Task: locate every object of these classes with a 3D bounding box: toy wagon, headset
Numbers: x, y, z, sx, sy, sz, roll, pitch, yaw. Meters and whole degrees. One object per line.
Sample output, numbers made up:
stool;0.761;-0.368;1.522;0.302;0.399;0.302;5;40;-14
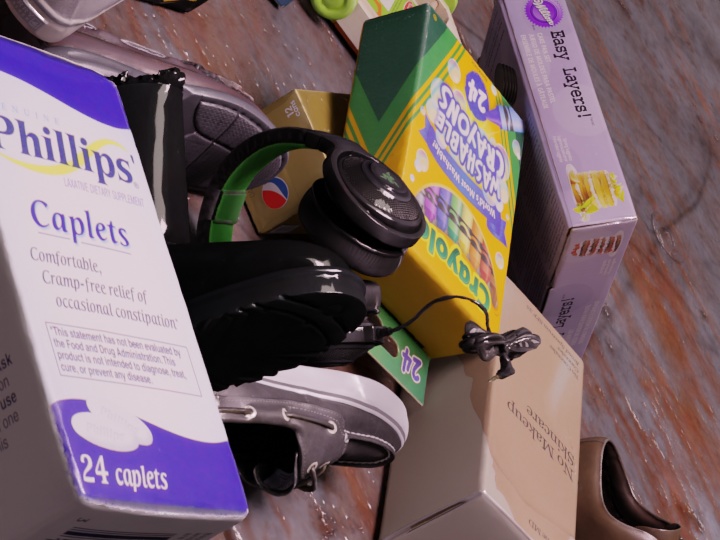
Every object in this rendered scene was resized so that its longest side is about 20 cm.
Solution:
toy wagon;0.030;-0.173;1.575;0.200;0.039;0.155;53;28;-15
headset;0.000;0.000;1.202;0.199;0.124;0.094;28;15;35

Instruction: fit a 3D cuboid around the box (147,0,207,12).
box;-0.163;-0.261;1.327;0.159;0.049;0.201;12;53;-57

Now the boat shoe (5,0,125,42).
boat shoe;-0.127;-0.185;1.188;0.072;0.068;0.200;57;27;-7

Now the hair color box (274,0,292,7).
hair color box;-0.060;-0.282;1.506;0.100;0.060;0.201;41;32;-31

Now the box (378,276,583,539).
box;0.075;0.107;1.331;0.095;0.077;0.201;46;30;-26

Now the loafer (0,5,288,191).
loafer;-0.116;-0.099;1.226;0.199;0.072;0.063;19;43;-48

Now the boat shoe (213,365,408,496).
boat shoe;-0.046;0.085;1.164;0.199;0.070;0.067;25;51;-48

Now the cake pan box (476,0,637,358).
cake pan box;0.117;-0.054;1.477;0.200;0.052;0.185;101;-20;-57

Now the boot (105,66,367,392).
boot;-0.093;-0.021;1.057;0.073;0.197;0.164;28;47;-50

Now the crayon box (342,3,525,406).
crayon box;0.039;-0.039;1.320;0.126;0.051;0.201;46;44;-43

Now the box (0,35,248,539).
box;-0.164;0.040;0.879;0.105;0.183;0.201;12;53;-54

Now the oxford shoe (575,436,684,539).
oxford shoe;0.169;0.198;1.396;0.073;0.084;0.201;-4;68;-62

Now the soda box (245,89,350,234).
soda box;0.001;-0.066;1.392;0.200;0.064;0.068;-2;65;-60
